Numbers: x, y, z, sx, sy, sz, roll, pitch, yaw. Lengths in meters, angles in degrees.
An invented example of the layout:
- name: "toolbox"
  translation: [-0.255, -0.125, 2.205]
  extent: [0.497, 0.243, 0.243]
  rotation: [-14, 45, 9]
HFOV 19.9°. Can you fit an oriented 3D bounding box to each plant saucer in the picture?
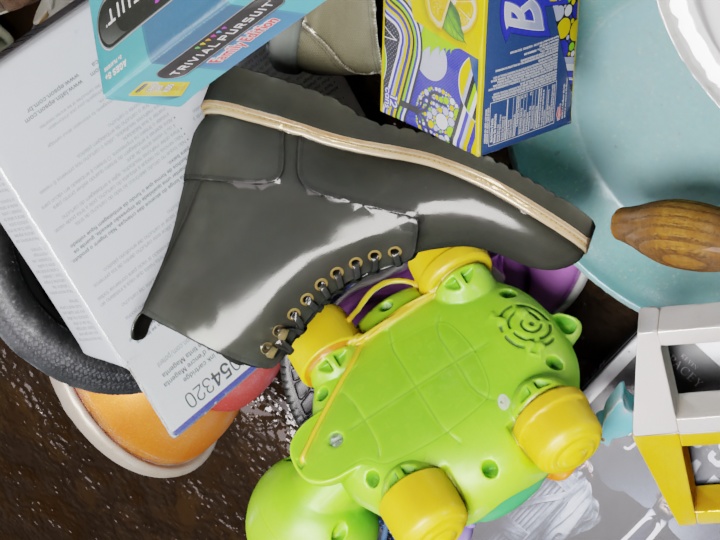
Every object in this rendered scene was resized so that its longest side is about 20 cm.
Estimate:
- name: "plant saucer"
  translation: [0.163, -0.059, 0.963]
  extent: [0.199, 0.036, 0.201]
  rotation: [20, 133, 23]

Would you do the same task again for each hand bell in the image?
- name: "hand bell"
  translation: [0.194, -0.008, 0.912]
  extent: [0.199, 0.104, 0.105]
  rotation: [14, 132, 46]

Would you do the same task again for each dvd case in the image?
- name: "dvd case"
  translation: [0.152, 0.128, 1.062]
  extent: [0.150, 0.025, 0.200]
  rotation: [42, 109, 0]

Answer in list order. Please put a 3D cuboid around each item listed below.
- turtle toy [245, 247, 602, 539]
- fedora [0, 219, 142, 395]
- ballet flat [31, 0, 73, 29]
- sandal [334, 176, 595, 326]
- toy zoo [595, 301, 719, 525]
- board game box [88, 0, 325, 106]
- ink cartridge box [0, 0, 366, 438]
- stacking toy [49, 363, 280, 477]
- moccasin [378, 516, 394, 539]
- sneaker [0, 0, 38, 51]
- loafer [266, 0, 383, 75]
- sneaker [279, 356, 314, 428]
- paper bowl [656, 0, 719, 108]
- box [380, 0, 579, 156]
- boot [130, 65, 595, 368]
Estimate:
- name: "turtle toy"
  translation: [0.027, 0.082, 1.024]
  extent: [0.146, 0.199, 0.101]
  rotation: [58, 180, 32]
- name: "fedora"
  translation: [-0.136, -0.033, 1.083]
  extent: [0.201, 0.200, 0.091]
  rotation: [56, 151, -14]
- name: "ballet flat"
  translation: [-0.153, -0.125, 1.126]
  extent: [0.073, 0.073, 0.200]
  rotation: [41, 137, 2]
- name: "sandal"
  translation: [0.051, 0.016, 1.097]
  extent: [0.083, 0.050, 0.202]
  rotation: [48, 137, -5]
- name: "toy zoo"
  translation: [0.210, 0.067, 0.979]
  extent: [0.198, 0.021, 0.132]
  rotation: [-6, 129, 17]
- name: "board game box"
  translation: [-0.076, -0.198, 0.942]
  extent: [0.151, 0.047, 0.202]
  rotation: [-29, 66, 47]
- name: "ink cartridge box"
  translation: [-0.086, -0.053, 1.037]
  extent: [0.043, 0.196, 0.201]
  rotation: [-4, 121, 55]
- name: "stacking toy"
  translation: [-0.069, 0.018, 1.154]
  extent: [0.199, 0.146, 0.147]
  rotation: [-27, 105, 30]
- name: "moccasin"
  translation: [0.031, 0.188, 1.236]
  extent: [0.199, 0.068, 0.081]
  rotation: [36, 137, 9]
- name: "sneaker"
  translation: [-0.193, -0.188, 1.121]
  extent: [0.075, 0.071, 0.200]
  rotation: [29, 143, -12]
- name: "loafer"
  translation: [0.007, -0.173, 0.972]
  extent: [0.069, 0.075, 0.201]
  rotation: [18, 134, 3]
- name: "sneaker"
  translation: [0.029, 0.100, 1.147]
  extent: [0.060, 0.104, 0.200]
  rotation: [-39, 98, 10]
- name: "paper bowl"
  translation: [0.209, -0.128, 0.797]
  extent: [0.199, 0.104, 0.202]
  rotation: [12, 120, 21]
- name: "box"
  translation: [0.055, -0.159, 0.910]
  extent: [0.070, 0.064, 0.201]
  rotation: [29, 128, 40]
- name: "boot"
  translation: [0.000, 0.000, 0.983]
  extent: [0.199, 0.139, 0.077]
  rotation: [19, 174, 14]
